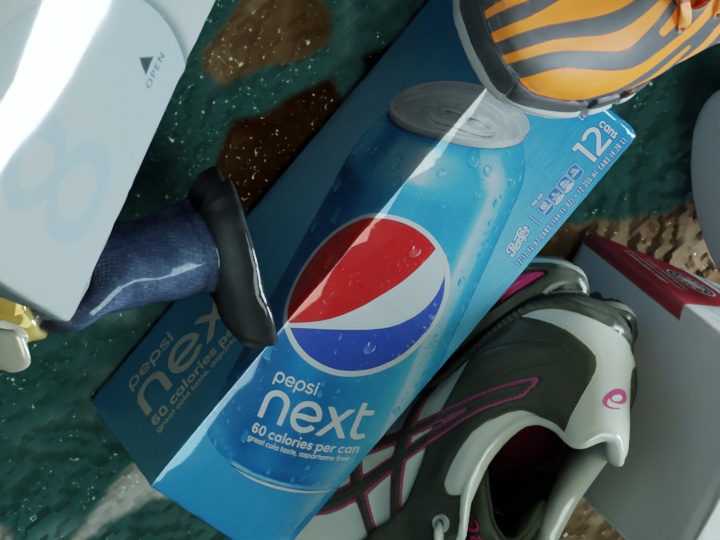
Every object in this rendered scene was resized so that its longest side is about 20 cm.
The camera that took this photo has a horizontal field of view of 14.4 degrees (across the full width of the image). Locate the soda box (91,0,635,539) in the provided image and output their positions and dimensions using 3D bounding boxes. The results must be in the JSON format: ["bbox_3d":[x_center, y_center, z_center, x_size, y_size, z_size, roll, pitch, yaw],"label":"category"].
[{"bbox_3d":[0.000,0.000,1.002,0.064,0.068,0.200,37,96,-33],"label":"soda box"}]

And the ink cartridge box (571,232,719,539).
[{"bbox_3d":[0.174,0.074,1.070,0.200,0.147,0.083,20,103,-31],"label":"ink cartridge box"}]

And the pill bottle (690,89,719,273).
[{"bbox_3d":[0.230,-0.044,1.059,0.200,0.113,0.113,-13,118,-19],"label":"pill bottle"}]

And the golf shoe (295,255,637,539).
[{"bbox_3d":[0.023,0.083,1.024,0.077,0.088,0.200,25,123,-25],"label":"golf shoe"}]

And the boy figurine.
[{"bbox_3d":[-0.129,0.020,0.923,0.200,0.124,0.064,-18,101,-9],"label":"boy figurine"}]

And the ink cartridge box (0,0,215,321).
[{"bbox_3d":[-0.113,-0.093,0.801,0.200,0.047,0.160,39,73,-58],"label":"ink cartridge box"}]

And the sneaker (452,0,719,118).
[{"bbox_3d":[0.126,-0.114,0.947,0.200,0.112,0.078,-27,94,-39],"label":"sneaker"}]
